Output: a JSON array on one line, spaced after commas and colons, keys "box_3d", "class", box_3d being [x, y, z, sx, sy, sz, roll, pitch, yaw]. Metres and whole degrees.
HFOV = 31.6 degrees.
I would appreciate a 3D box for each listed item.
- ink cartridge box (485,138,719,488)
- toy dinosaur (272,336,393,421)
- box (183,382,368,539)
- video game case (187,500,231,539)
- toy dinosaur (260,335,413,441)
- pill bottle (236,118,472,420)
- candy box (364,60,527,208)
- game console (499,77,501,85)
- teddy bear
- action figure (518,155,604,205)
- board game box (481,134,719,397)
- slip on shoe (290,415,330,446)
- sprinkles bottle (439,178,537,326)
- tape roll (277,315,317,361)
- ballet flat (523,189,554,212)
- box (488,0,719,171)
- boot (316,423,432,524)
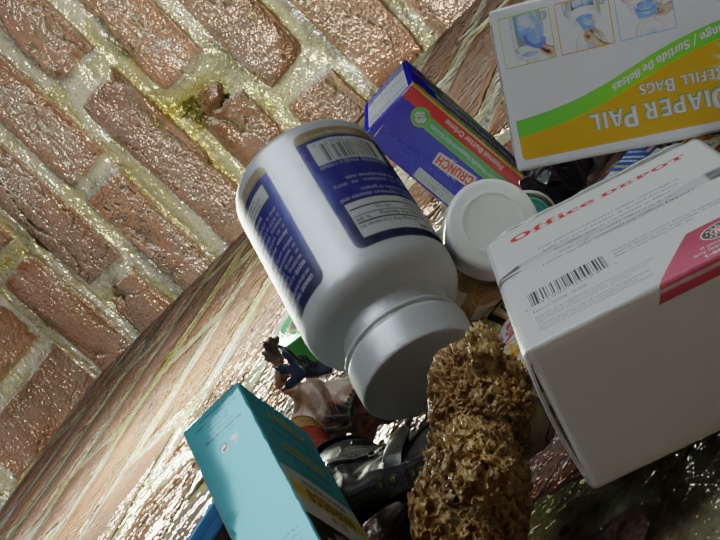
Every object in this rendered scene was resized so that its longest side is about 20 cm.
[{"box_3d": [0.152, 0.012, 0.670, 0.144, 0.086, 0.200, -26, 15, 8], "class": "ink cartridge box"}, {"box_3d": [0.011, 0.046, 1.040, 0.180, 0.200, 0.106, -20, -33, -45], "class": "toy dinosaur"}, {"box_3d": [-0.032, 0.157, 0.734, 0.049, 0.082, 0.200, -42, 43, 6], "class": "box"}, {"box_3d": [-0.110, 0.236, 0.910, 0.144, 0.018, 0.201, -58, -16, -28], "class": "video game case"}, {"box_3d": [-0.039, 0.148, 1.087, 0.136, 0.085, 0.202, 47, 122, 38], "class": "toy dinosaur"}, {"box_3d": [0.000, 0.000, 0.899, 0.120, 0.119, 0.201, -44, 53, 17], "class": "pill bottle"}, {"box_3d": [0.088, -0.125, 1.300, 0.077, 0.169, 0.200, -48, 11, 12], "class": "candy box"}, {"box_3d": [0.217, -0.225, 1.307, 0.200, 0.171, 0.118, -49, 37, -6], "class": "game console"}, {"box_3d": [0.063, 0.125, 0.637, 0.066, 0.147, 0.201, -4, 31, 17], "class": "teddy bear"}, {"box_3d": [0.211, -0.137, 1.126, 0.200, 0.069, 0.130, -52, 6, -38], "class": "action figure"}, {"box_3d": [0.168, -0.004, 0.863, 0.200, 0.046, 0.151, -48, 10, -3], "class": "board game box"}, {"box_3d": [-0.082, 0.191, 1.030, 0.200, 0.073, 0.062, -51, 42, 31], "class": "slip on shoe"}, {"box_3d": [0.088, -0.006, 0.977, 0.068, 0.068, 0.200, -50, -8, -14], "class": "sprinkles bottle"}, {"box_3d": [-0.019, 0.031, 1.498, 0.200, 0.048, 0.201, -45, 10, 10], "class": "tape roll"}, {"box_3d": [0.093, 0.006, 1.114, 0.200, 0.069, 0.070, -47, 10, 11], "class": "ballet flat"}, {"box_3d": [0.196, -0.134, 0.788, 0.198, 0.103, 0.112, -9, 5, 30], "class": "box"}, {"box_3d": [0.034, 0.133, 0.871, 0.173, 0.070, 0.200, -28, -1, 21], "class": "boot"}]
